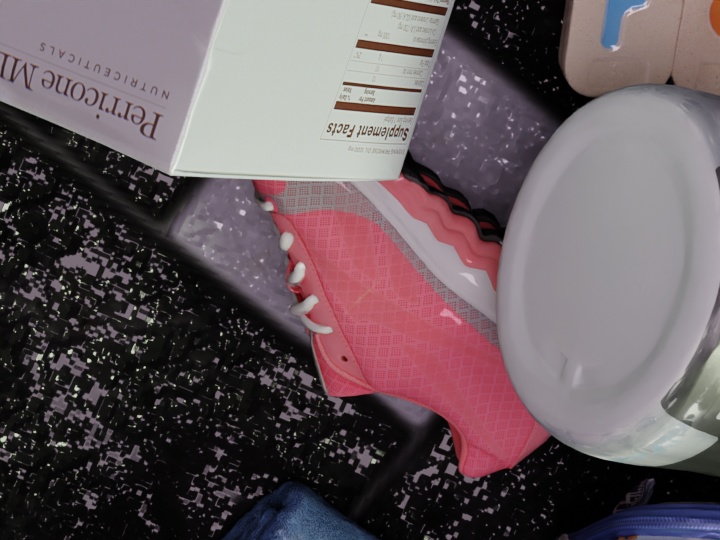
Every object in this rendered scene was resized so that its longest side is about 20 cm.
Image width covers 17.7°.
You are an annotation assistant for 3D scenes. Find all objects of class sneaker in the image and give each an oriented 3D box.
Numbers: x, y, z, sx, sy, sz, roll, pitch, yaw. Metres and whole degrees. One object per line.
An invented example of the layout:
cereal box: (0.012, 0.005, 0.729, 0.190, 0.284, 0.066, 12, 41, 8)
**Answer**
sneaker: (0.000, 0.000, 0.818, 0.200, 0.074, 0.087, 39, 99, -11)

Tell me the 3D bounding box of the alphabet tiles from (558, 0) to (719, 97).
alphabet tiles: (0.171, -0.106, 0.815, 0.199, 0.015, 0.196, 1, 115, -12)

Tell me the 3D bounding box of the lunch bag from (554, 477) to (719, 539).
lunch bag: (0.160, 0.124, 0.819, 0.199, 0.160, 0.076, 7, 78, -4)

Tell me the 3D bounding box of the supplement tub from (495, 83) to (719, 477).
supplement tub: (0.156, 0.014, 0.781, 0.199, 0.122, 0.123, 12, 103, -33)

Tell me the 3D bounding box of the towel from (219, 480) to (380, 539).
towel: (0.012, 0.177, 0.870, 0.200, 0.049, 0.112, 41, 96, -11)

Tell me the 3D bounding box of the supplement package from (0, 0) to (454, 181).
supplement package: (-0.067, -0.152, 0.704, 0.191, 0.147, 0.201, 22, 101, 24)
